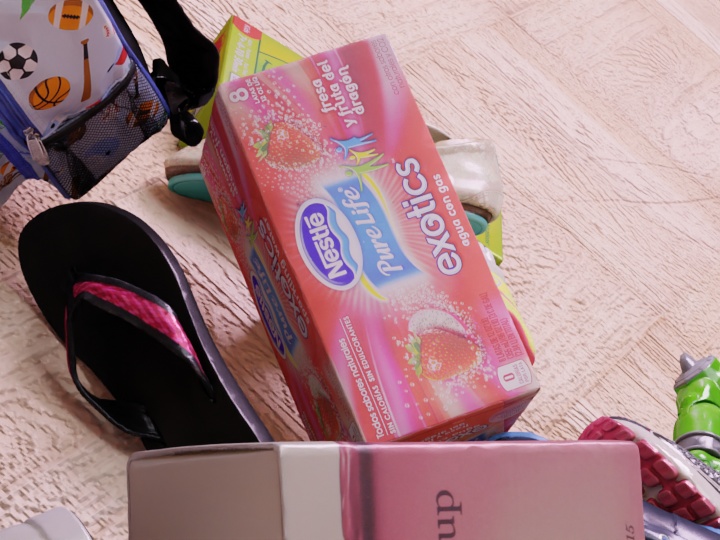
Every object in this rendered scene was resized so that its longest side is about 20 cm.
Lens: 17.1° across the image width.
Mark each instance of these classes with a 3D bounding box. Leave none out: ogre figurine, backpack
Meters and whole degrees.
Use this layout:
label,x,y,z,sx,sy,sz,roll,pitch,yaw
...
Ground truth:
label,x,y,z,sx,sy,sz,roll,pitch,yaw
ogre figurine,0.246,0.121,1.410,0.199,0.098,0.120,12,46,-22
backpack,-0.189,-0.132,1.160,0.200,0.154,0.191,42,-14,19

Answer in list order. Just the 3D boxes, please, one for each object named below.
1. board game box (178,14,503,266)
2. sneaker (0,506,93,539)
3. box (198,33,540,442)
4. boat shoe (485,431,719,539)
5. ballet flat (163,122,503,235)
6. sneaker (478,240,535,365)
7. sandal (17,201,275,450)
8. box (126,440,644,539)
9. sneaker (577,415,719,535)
label,x,y,z,sx,sy,sz,roll,pitch,yaw
board game box,-0.009,-0.064,1.439,0.199,0.048,0.102,30,27,-15
sneaker,-0.107,0.192,0.908,0.084,0.073,0.200,-21,65,-25
box,0.000,0.000,1.195,0.094,0.103,0.201,-18,74,-16
boat shoe,0.131,0.155,1.151,0.199,0.084,0.069,24,27,13
ballet flat,-0.015,-0.062,1.358,0.199,0.067,0.063,8,75,-17
sneaker,0.032,0.025,1.315,0.200,0.078,0.090,4,44,-50
sandal,-0.102,0.044,1.121,0.045,0.075,0.200,-3,50,-54
box,0.014,0.136,0.995,0.199,0.109,0.129,3,82,-39
sneaker,0.188,0.146,1.208,0.200,0.081,0.075,40,36,3
